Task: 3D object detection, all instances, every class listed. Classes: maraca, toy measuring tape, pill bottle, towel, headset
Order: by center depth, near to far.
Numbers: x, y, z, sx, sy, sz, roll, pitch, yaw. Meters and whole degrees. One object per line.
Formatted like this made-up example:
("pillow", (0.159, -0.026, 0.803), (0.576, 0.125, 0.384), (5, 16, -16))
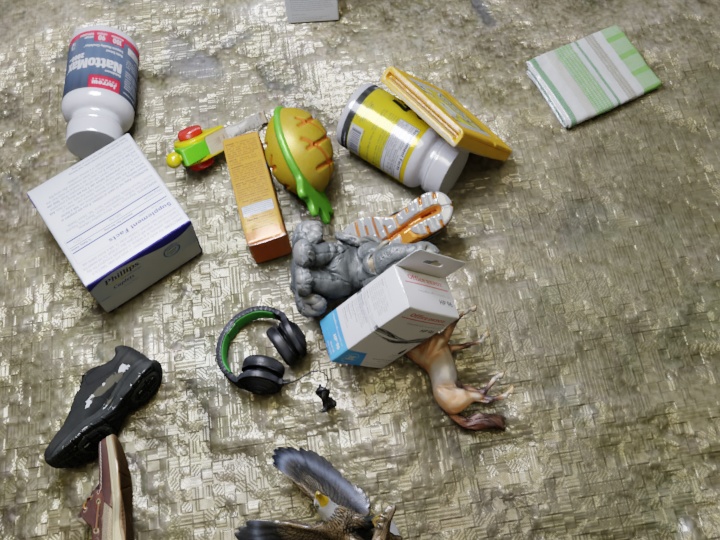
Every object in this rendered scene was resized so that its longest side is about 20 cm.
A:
("headset", (-0.119, 0.135, 1.195), (0.198, 0.094, 0.124), (28, 71, 30))
("maraca", (-0.091, -0.169, 1.298), (0.105, 0.137, 0.204), (-26, 70, 19))
("pill bottle", (0.069, -0.206, 1.318), (0.198, 0.115, 0.115), (33, 69, 15))
("pill bottle", (-0.433, -0.291, 1.364), (0.117, 0.120, 0.204), (-3, 64, -1))
("toy measuring tape", (-0.246, -0.220, 1.366), (0.073, 0.074, 0.199), (41, 55, 18))
("towel", (0.404, -0.337, 1.428), (0.197, 0.031, 0.151), (-23, 69, -12))

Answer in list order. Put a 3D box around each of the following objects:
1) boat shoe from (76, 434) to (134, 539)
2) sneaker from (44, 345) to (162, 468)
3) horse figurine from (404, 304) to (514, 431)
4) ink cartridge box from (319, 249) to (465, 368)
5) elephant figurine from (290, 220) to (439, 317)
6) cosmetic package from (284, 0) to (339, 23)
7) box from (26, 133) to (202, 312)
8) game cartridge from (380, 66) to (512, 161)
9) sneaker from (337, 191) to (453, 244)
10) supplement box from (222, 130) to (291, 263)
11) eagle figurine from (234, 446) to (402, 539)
("boat shoe", (-0.345, 0.324, 1.096), (0.070, 0.072, 0.204), (-9, 71, -5))
("sneaker", (-0.375, 0.192, 1.166), (0.090, 0.077, 0.200), (30, 61, 25))
("horse figurine", (0.139, 0.146, 1.180), (0.130, 0.050, 0.203), (-24, 72, 3))
("ink cartridge box", (0.053, 0.058, 1.133), (0.199, 0.115, 0.069), (-38, 57, 33))
("elephant figurine", (0.000, 0.000, 1.186), (0.195, 0.144, 0.156), (-4, 31, -9))
("cosmetic package", (-0.090, -0.528, 1.427), (0.099, 0.201, 0.076), (-4, 63, -2))
("box", (-0.376, -0.074, 1.266), (0.182, 0.105, 0.201), (-34, 68, -15))
("game cartridge", (0.142, -0.246, 1.300), (0.176, 0.198, 0.033), (47, 114, 24))
("sneaker", (0.056, -0.056, 1.273), (0.196, 0.077, 0.080), (-20, 83, 11))
("supplement box", (-0.165, -0.119, 1.305), (0.067, 0.067, 0.203), (-18, 66, -3))
("eagle figurine", (-0.045, 0.328, 1.075), (0.197, 0.155, 0.151), (5, 15, 36))
